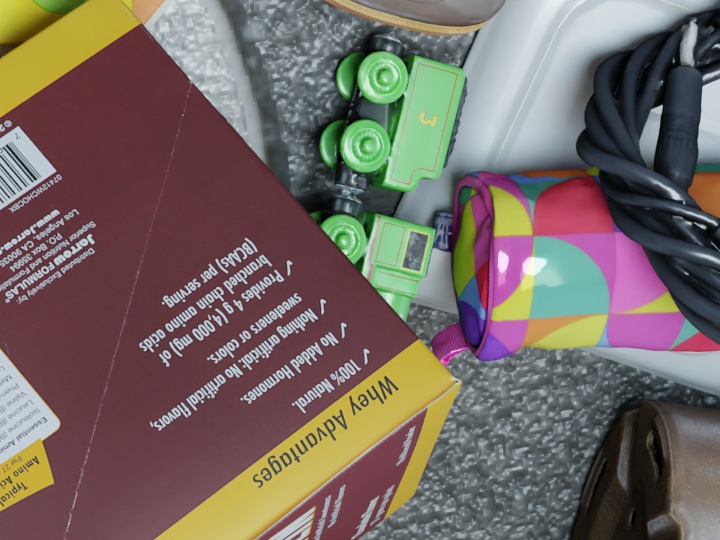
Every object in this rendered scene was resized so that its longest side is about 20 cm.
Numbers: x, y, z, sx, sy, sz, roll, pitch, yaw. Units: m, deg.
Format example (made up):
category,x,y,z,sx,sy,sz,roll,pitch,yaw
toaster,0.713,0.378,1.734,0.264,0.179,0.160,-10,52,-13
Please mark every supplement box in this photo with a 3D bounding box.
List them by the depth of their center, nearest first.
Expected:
category,x,y,z,sx,sy,sz,roll,pitch,yaw
supplement box,-0.107,0.046,0.900,0.197,0.133,0.200,-36,76,-19

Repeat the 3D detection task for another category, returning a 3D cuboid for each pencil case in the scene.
category,x,y,z,sx,sy,sz,roll,pitch,yaw
pencil case,0.130,-0.004,1.038,0.200,0.088,0.088,-2,115,-12

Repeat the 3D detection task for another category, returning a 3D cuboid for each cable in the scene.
category,x,y,z,sx,sy,sz,roll,pitch,yaw
cable,0.183,-0.031,0.984,0.163,0.200,0.051,-20,154,-25

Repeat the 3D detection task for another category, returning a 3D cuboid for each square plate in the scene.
category,x,y,z,sx,sy,sz,roll,pitch,yaw
square plate,0.130,-0.047,1.082,0.198,0.028,0.200,17,110,-19

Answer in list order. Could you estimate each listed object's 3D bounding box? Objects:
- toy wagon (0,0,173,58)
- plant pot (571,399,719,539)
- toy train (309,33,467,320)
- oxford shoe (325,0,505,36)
category,x,y,z,sx,sy,sz,roll,pitch,yaw
toy wagon,-0.124,-0.182,0.925,0.155,0.040,0.200,-7,103,-33
plant pot,0.206,0.150,1.110,0.198,0.200,0.200,13,111,-10
toy train,0.000,0.000,1.036,0.056,0.042,0.200,14,89,-19
oxford shoe,0.003,-0.149,0.958,0.200,0.073,0.071,31,77,-41
